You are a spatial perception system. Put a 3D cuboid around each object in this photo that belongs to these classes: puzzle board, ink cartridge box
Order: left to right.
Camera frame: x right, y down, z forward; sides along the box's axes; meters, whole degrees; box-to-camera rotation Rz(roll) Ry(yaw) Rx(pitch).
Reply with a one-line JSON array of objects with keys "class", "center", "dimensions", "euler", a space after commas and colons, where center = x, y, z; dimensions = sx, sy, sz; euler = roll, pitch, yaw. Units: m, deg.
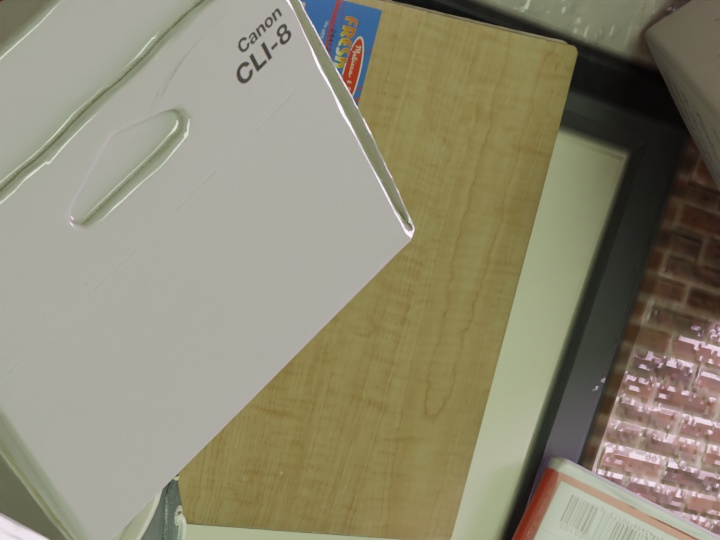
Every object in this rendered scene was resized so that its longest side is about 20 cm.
[{"class": "ink cartridge box", "center": [-0.116, -0.038, 0.849], "dimensions": [0.145, 0.200, 0.145], "euler": [-45, 129, -20]}, {"class": "puzzle board", "center": [0.000, 0.000, 1.090], "dimensions": [0.150, 0.017, 0.201], "euler": [9, 98, -41]}]

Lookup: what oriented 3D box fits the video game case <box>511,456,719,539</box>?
[{"class": "video game case", "center": [0.097, 0.196, 1.192], "dimensions": [0.143, 0.017, 0.201], "euler": [27, 85, -11]}]

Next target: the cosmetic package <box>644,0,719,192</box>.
[{"class": "cosmetic package", "center": [0.242, -0.033, 1.134], "dimensions": [0.165, 0.200, 0.165], "euler": [-32, 128, 1]}]

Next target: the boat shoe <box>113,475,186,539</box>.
[{"class": "boat shoe", "center": [-0.095, 0.094, 1.019], "dimensions": [0.062, 0.073, 0.201], "euler": [-39, 131, -71]}]

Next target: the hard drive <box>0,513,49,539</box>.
[{"class": "hard drive", "center": [-0.176, 0.086, 0.892], "dimensions": [0.200, 0.132, 0.026], "euler": [34, 50, -42]}]
